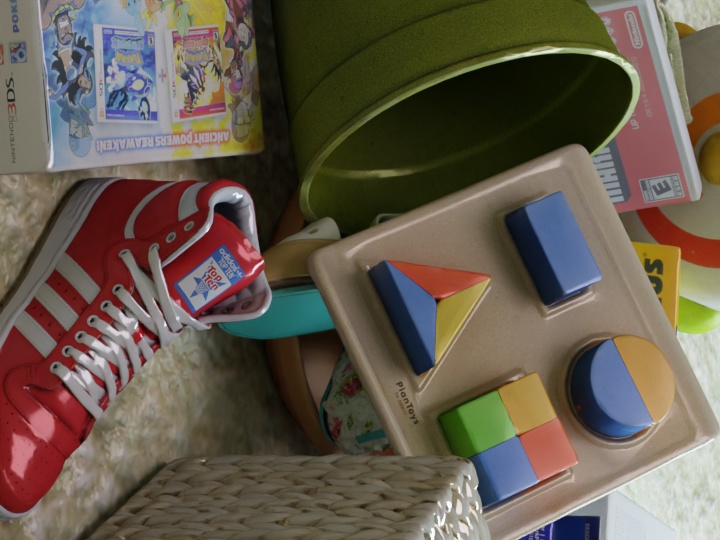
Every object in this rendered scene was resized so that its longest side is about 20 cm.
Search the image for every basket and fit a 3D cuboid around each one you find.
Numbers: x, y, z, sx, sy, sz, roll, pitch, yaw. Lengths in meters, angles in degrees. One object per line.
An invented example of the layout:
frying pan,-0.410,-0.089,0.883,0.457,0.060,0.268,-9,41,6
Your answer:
basket,-0.031,0.206,1.134,0.161,0.199,0.199,-46,127,-55

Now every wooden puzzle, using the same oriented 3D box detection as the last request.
wooden puzzle,0.091,0.039,1.218,0.199,0.046,0.186,-23,84,-29

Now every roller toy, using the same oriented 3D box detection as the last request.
roller toy,0.255,-0.064,1.445,0.140,0.182,0.201,16,73,-59

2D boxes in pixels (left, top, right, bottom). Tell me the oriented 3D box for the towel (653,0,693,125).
towel,0.098,-0.135,1.391,0.037,0.199,0.149,-66,142,-55

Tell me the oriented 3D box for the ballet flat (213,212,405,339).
ballet flat,0.000,0.000,1.260,0.199,0.069,0.063,-1,60,-28

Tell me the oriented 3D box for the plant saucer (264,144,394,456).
plant saucer,-0.004,0.023,1.360,0.200,0.037,0.201,7,82,-61

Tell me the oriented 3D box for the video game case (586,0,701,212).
video game case,0.098,-0.092,1.385,0.017,0.199,0.143,-67,143,-54

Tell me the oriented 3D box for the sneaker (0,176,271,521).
sneaker,-0.113,0.031,1.084,0.071,0.112,0.201,56,42,-42

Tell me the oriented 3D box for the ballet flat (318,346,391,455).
ballet flat,0.035,0.029,1.328,0.076,0.064,0.200,57,40,-41

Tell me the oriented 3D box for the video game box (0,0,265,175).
video game box,-0.122,-0.144,1.152,0.200,0.047,0.183,-10,95,-60

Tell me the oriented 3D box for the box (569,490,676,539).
box,0.101,0.196,1.389,0.200,0.152,0.107,36,57,-66

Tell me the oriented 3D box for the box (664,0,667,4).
box,0.145,-0.215,1.477,0.201,0.136,0.038,-62,151,-7

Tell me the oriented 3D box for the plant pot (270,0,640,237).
plant pot,0.031,-0.150,1.276,0.200,0.200,0.194,21,44,-59

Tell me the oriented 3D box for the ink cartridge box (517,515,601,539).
ink cartridge box,0.033,0.180,1.247,0.039,0.199,0.100,25,65,-61

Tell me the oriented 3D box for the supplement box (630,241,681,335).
supplement box,0.118,0.048,1.404,0.200,0.109,0.109,136,-41,-77
